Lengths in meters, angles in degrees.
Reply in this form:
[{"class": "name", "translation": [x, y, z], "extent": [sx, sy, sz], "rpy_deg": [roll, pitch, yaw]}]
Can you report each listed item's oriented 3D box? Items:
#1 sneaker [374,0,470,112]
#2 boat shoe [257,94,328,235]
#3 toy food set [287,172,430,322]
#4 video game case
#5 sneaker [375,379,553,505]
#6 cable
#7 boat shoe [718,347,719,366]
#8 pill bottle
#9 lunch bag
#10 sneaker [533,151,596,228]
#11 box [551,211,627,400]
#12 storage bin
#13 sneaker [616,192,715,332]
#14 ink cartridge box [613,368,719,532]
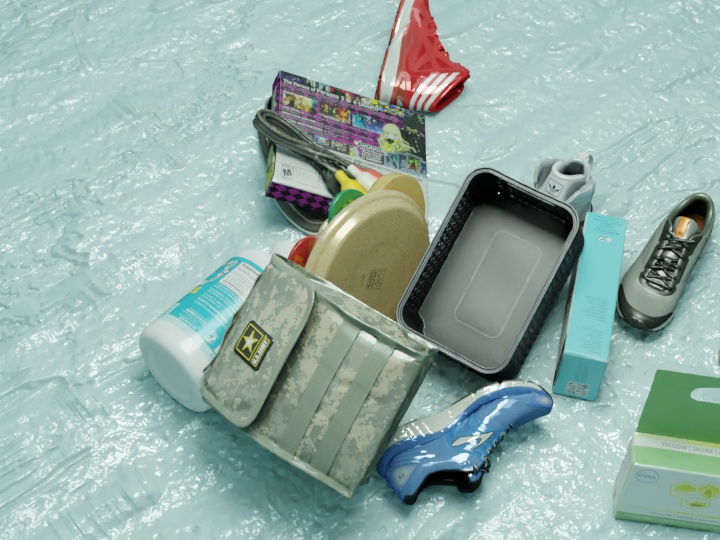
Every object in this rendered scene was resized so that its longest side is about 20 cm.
[{"class": "sneaker", "translation": [0.092, -0.286, 1.682], "extent": [0.115, 0.078, 0.201], "rpy_deg": [16, 66, -1]}, {"class": "boat shoe", "translation": [-0.082, -0.131, 1.556], "extent": [0.066, 0.057, 0.201], "rpy_deg": [-15, 55, -13]}, {"class": "toy food set", "translation": [0.000, 0.000, 1.378], "extent": [0.197, 0.201, 0.049], "rpy_deg": [-22, 38, -39]}, {"class": "video game case", "translation": [-0.014, -0.140, 1.539], "extent": [0.199, 0.036, 0.182], "rpy_deg": [14, 51, -18]}, {"class": "sneaker", "translation": [0.115, 0.183, 1.326], "extent": [0.199, 0.079, 0.089], "rpy_deg": [-25, 65, -10]}, {"class": "cable", "translation": [-0.029, -0.129, 1.464], "extent": [0.200, 0.050, 0.097], "rpy_deg": [45, 38, 9]}, {"class": "boat shoe", "translation": [0.475, 0.049, 1.435], "extent": [0.200, 0.068, 0.072], "rpy_deg": [-36, 62, -25]}, {"class": "pill bottle", "translation": [-0.133, 0.052, 1.384], "extent": [0.111, 0.111, 0.200], "rpy_deg": [36, 59, 23]}, {"class": "lunch bag", "translation": [-0.048, 0.098, 1.258], "extent": [0.199, 0.118, 0.165], "rpy_deg": [30, 97, 10]}, {"class": "sneaker", "translation": [0.199, -0.059, 1.476], "extent": [0.200, 0.115, 0.075], "rpy_deg": [-36, 62, -25]}, {"class": "box", "translation": [0.257, 0.038, 1.427], "extent": [0.049, 0.082, 0.201], "rpy_deg": [12, 54, 6]}, {"class": "storage bin", "translation": [0.143, 0.007, 1.388], "extent": [0.135, 0.094, 0.201], "rpy_deg": [27, 87, 17]}, {"class": "sneaker", "translation": [0.351, -0.013, 1.472], "extent": [0.074, 0.080, 0.200], "rpy_deg": [26, 58, 15]}, {"class": "ink cartridge box", "translation": [0.337, 0.182, 1.247], "extent": [0.145, 0.201, 0.048], "rpy_deg": [8, 50, 4]}]
